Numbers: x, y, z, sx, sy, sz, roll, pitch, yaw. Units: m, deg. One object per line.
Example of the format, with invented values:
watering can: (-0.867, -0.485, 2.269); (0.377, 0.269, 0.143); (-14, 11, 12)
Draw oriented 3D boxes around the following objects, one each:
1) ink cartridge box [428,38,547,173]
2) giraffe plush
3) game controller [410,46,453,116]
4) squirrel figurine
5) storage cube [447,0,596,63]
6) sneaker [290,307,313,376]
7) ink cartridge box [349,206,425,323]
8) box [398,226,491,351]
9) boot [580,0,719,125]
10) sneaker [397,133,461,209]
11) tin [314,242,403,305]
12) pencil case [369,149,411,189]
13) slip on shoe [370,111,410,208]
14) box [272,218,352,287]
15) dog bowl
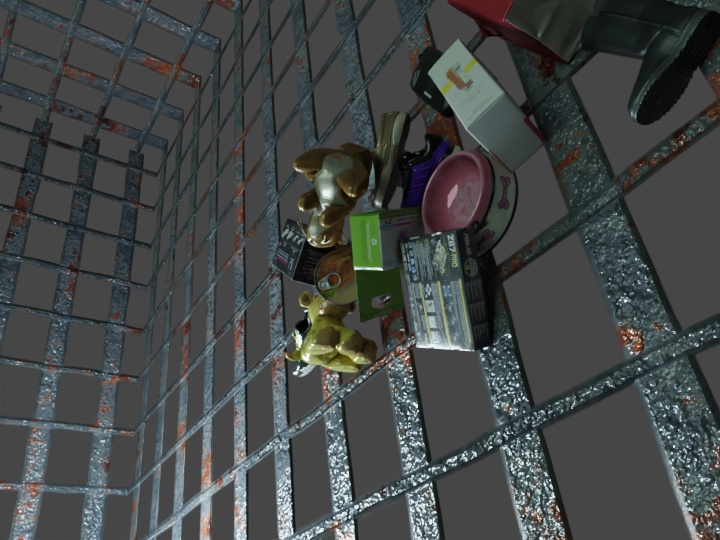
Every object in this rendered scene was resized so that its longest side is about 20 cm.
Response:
ink cartridge box: (0.215, -0.285, 1.069); (0.083, 0.144, 0.202); (-41, 41, 22)
giraffe plush: (-0.063, 0.119, 1.333); (0.198, 0.171, 0.165); (-21, 53, 39)
game controller: (0.166, -0.406, 1.324); (0.201, 0.041, 0.106); (-121, 40, -51)
squirrel figurine: (-0.045, -0.143, 1.214); (0.201, 0.139, 0.189); (-56, -19, -48)
storage cube: (0.285, -0.475, 1.027); (0.202, 0.169, 0.180); (-62, 35, 18)
sneaker: (-0.134, 0.165, 1.500); (0.203, 0.083, 0.075); (-64, 32, 17)
ink cartridge box: (0.059, -0.013, 1.179); (0.075, 0.146, 0.205); (0, 99, 40)
box: (0.143, 0.034, 1.080); (0.160, 0.048, 0.204); (-8, 93, 58)
boot: (0.385, -0.314, 0.892); (0.166, 0.065, 0.200); (-56, 38, 14)
sneaker: (0.107, -0.185, 1.236); (0.202, 0.098, 0.070); (-57, 12, 21)
tin: (0.000, 0.000, 1.279); (0.042, 0.197, 0.114); (83, 164, -75)
pencil case: (0.039, -0.222, 1.383); (0.199, 0.089, 0.085); (6, 108, 56)
slip on shoe: (0.049, -0.225, 1.249); (0.059, 0.076, 0.204); (12, 86, 16)
box: (-0.075, -0.023, 1.376); (0.132, 0.197, 0.117); (28, 99, 58)
dog bowl: (0.188, -0.125, 1.121); (0.199, 0.073, 0.204); (-31, 52, 48)
